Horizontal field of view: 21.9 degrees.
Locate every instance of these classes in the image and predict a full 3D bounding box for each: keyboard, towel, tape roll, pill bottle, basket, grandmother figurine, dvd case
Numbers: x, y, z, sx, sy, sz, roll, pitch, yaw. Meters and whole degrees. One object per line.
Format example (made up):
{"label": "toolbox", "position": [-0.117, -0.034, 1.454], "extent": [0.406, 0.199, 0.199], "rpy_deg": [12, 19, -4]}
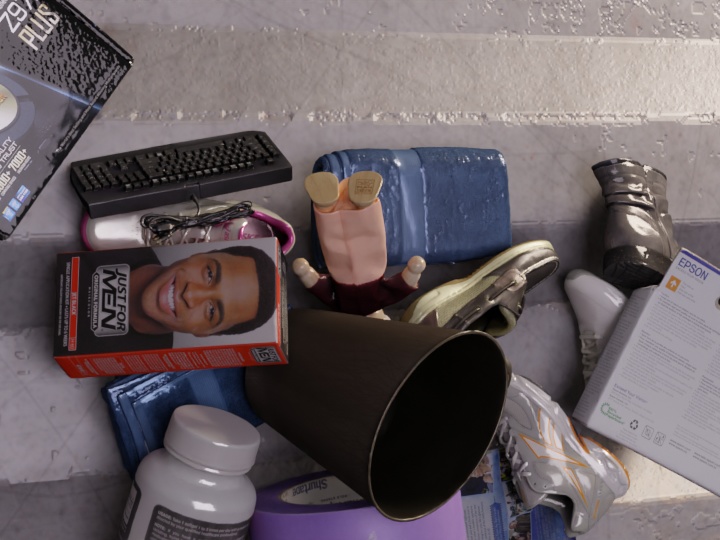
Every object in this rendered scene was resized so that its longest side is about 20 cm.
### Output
{"label": "keyboard", "position": [-0.154, -0.078, 1.673], "extent": [0.198, 0.127, 0.021], "rpy_deg": [-13, 135, -24]}
{"label": "towel", "position": [-0.135, 0.111, 1.706], "extent": [0.199, 0.048, 0.113], "rpy_deg": [-27, 120, -23]}
{"label": "tape roll", "position": [-0.003, 0.237, 1.699], "extent": [0.198, 0.200, 0.086], "rpy_deg": [-10, 94, -24]}
{"label": "towel", "position": [0.048, -0.061, 1.792], "extent": [0.198, 0.048, 0.113], "rpy_deg": [-3, 94, -24]}
{"label": "pill bottle", "position": [-0.156, 0.226, 1.645], "extent": [0.110, 0.111, 0.202], "rpy_deg": [12, 107, -25]}
{"label": "basket", "position": [0.003, 0.109, 1.640], "extent": [0.181, 0.199, 0.136], "rpy_deg": [-51, 131, -18]}
{"label": "grandmother figurine", "position": [0.000, 0.000, 1.712], "extent": [0.061, 0.120, 0.201], "rpy_deg": [-71, 162, -46]}
{"label": "dvd case", "position": [0.125, 0.252, 1.860], "extent": [0.198, 0.018, 0.144], "rpy_deg": [-10, 96, -26]}

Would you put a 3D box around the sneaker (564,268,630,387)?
{"label": "sneaker", "position": [0.258, 0.090, 1.892], "extent": [0.080, 0.070, 0.201], "rpy_deg": [-38, 107, -17]}

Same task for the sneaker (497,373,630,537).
{"label": "sneaker", "position": [0.170, 0.180, 1.831], "extent": [0.200, 0.076, 0.092], "rpy_deg": [41, 69, -3]}

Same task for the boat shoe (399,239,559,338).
{"label": "boat shoe", "position": [0.122, 0.035, 1.774], "extent": [0.200, 0.072, 0.066], "rpy_deg": [-25, 63, -35]}

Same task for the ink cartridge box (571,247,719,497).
{"label": "ink cartridge box", "position": [0.334, 0.101, 1.873], "extent": [0.199, 0.041, 0.201], "rpy_deg": [29, 90, -27]}

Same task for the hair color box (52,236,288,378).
{"label": "hair color box", "position": [-0.165, 0.033, 1.629], "extent": [0.198, 0.061, 0.102], "rpy_deg": [-5, 68, 6]}

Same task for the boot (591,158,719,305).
{"label": "boot", "position": [0.313, -0.036, 1.912], "extent": [0.199, 0.069, 0.133], "rpy_deg": [28, 53, -47]}

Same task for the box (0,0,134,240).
{"label": "box", "position": [-0.321, -0.152, 1.604], "extent": [0.164, 0.086, 0.201], "rpy_deg": [40, 75, -20]}

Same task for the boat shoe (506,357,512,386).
{"label": "boat shoe", "position": [0.045, 0.111, 1.793], "extent": [0.198, 0.074, 0.076], "rpy_deg": [-18, 139, -8]}

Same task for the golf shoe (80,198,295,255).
{"label": "golf shoe", "position": [-0.151, -0.038, 1.685], "extent": [0.198, 0.091, 0.076], "rpy_deg": [0, 92, -24]}
